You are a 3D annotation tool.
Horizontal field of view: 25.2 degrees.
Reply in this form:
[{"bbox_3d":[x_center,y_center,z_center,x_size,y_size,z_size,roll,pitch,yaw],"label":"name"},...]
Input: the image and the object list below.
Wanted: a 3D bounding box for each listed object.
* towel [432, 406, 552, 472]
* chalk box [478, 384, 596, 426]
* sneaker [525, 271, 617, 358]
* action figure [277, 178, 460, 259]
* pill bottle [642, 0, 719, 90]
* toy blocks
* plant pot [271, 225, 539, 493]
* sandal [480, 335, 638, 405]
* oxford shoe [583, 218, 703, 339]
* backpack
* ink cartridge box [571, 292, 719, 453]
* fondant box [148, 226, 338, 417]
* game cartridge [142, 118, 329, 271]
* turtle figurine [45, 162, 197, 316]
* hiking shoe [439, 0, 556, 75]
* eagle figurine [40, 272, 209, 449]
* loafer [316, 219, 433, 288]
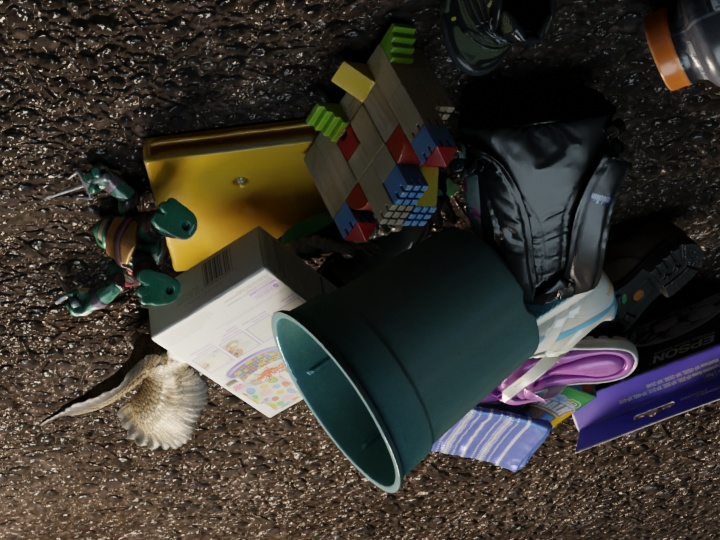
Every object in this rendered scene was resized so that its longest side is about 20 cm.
[{"bbox_3d":[0.102,0.179,1.788,0.198,0.024,0.145,11,155,-6],"label":"towel"},{"bbox_3d":[0.183,0.102,1.827,0.123,0.125,0.200,21,139,-29],"label":"chalk box"},{"bbox_3d":[0.170,0.063,1.644,0.199,0.077,0.081,-29,132,15],"label":"sneaker"},{"bbox_3d":[-0.007,-0.039,1.584,0.199,0.055,0.118,-15,179,24],"label":"action figure"},{"bbox_3d":[0.347,-0.224,1.390,0.199,0.107,0.106,-21,145,21],"label":"pill bottle"},{"bbox_3d":[0.026,-0.101,1.456,0.099,0.137,0.200,1,140,-38],"label":"toy blocks"},{"bbox_3d":[0.050,0.071,1.521,0.195,0.200,0.201,-34,152,-18],"label":"plant pot"},{"bbox_3d":[0.195,0.113,1.703,0.201,0.050,0.083,-14,135,9],"label":"sandal"},{"bbox_3d":[0.266,0.018,1.730,0.199,0.085,0.073,-34,136,-2],"label":"oxford shoe"},{"bbox_3d":[0.174,-0.070,1.540,0.165,0.127,0.201,-4,122,7],"label":"backpack"},{"bbox_3d":[0.335,0.113,1.834,0.197,0.200,0.044,-25,106,24],"label":"ink cartridge box"},{"bbox_3d":[-0.095,0.056,1.607,0.144,0.059,0.200,-30,137,20],"label":"fondant box"},{"bbox_3d":[-0.115,-0.072,1.600,0.175,0.033,0.201,-7,149,-2],"label":"game cartridge"},{"bbox_3d":[-0.232,-0.030,1.562,0.100,0.151,0.199,-7,-168,-35],"label":"turtle figurine"},{"bbox_3d":[0.117,-0.220,1.354,0.075,0.101,0.201,2,146,-13],"label":"hiking shoe"},{"bbox_3d":[-0.235,0.112,1.747,0.151,0.201,0.151,27,-173,4],"label":"eagle figurine"},{"bbox_3d":[0.000,0.000,1.663,0.068,0.071,0.200,43,115,-12],"label":"loafer"}]
